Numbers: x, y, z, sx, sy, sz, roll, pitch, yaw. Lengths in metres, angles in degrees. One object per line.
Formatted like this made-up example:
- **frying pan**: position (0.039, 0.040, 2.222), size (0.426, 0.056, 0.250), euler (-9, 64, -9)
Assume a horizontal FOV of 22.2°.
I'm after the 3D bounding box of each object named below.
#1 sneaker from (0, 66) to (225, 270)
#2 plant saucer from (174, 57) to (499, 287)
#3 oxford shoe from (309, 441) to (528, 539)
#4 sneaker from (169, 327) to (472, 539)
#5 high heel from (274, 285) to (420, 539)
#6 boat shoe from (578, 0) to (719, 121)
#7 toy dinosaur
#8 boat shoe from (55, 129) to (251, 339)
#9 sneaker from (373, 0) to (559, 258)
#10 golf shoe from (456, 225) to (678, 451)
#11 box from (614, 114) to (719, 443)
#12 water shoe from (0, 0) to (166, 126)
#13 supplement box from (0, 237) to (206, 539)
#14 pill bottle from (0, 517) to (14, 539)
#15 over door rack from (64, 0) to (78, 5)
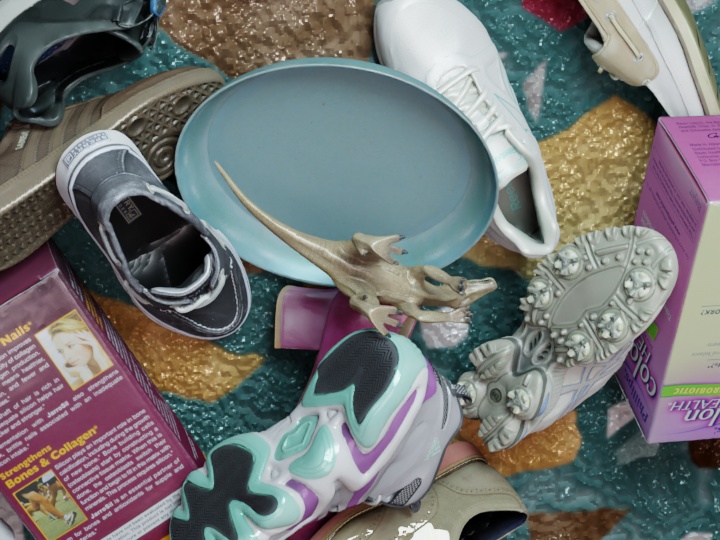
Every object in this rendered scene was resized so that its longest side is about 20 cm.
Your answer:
- **sneaker**: position (-0.175, -0.079, 1.108), size (0.200, 0.075, 0.071), euler (-34, 147, -25)
- **plant saucer**: position (-0.014, -0.062, 1.126), size (0.199, 0.028, 0.201), euler (4, 140, 3)
- **oxford shoe**: position (0.025, 0.190, 1.204), size (0.200, 0.075, 0.071), euler (-36, 143, -22)
- **sneaker**: position (-0.012, 0.132, 1.141), size (0.200, 0.078, 0.140), euler (-39, 141, 14)
- **high heel**: position (-0.003, 0.106, 1.196), size (0.095, 0.067, 0.201), euler (5, 99, 26)
- **boat shoe**: position (0.177, -0.157, 1.174), size (0.068, 0.075, 0.201), euler (-22, 115, 15)
- **toy dinosaur**: position (0.000, 0.000, 1.112), size (0.199, 0.101, 0.058), euler (22, 91, -22)
- **boat shoe**: position (-0.112, -0.005, 1.108), size (0.072, 0.068, 0.200), euler (-37, 142, -5)
- **sneaker**: position (0.077, -0.094, 1.160), size (0.070, 0.080, 0.201), euler (-32, 111, 0)
- **golf shoe**: position (0.147, 0.037, 1.196), size (0.097, 0.079, 0.200), euler (-8, 150, -46)
- **box**: position (0.272, 0.003, 1.198), size (0.175, 0.097, 0.201), euler (-4, 128, -12)
- **water shoe**: position (-0.133, -0.162, 1.077), size (0.200, 0.079, 0.071), euler (-39, 150, 8)
- **supplement box**: position (-0.185, 0.092, 1.151), size (0.110, 0.086, 0.200), euler (-33, 113, -2)
- **pill bottle**: position (-0.315, 0.133, 1.117), size (0.116, 0.116, 0.200), euler (-44, 112, 3)
- **over door rack**: position (-0.206, -0.238, 0.997), size (0.147, 0.201, 0.067), euler (22, 139, -20)
